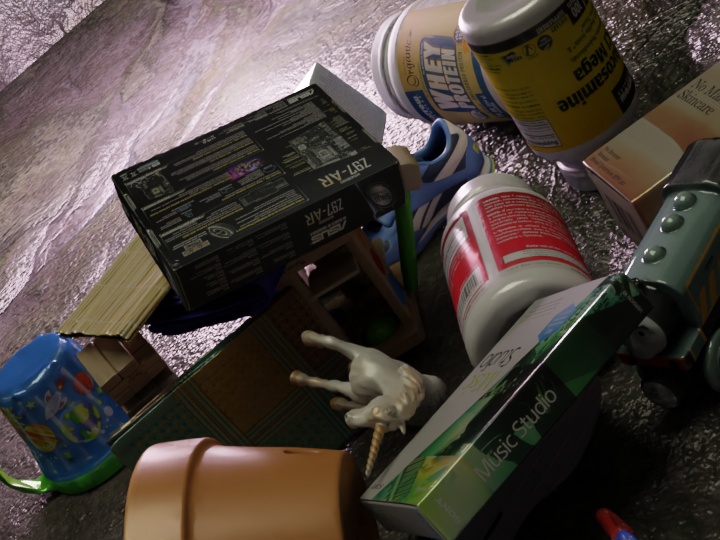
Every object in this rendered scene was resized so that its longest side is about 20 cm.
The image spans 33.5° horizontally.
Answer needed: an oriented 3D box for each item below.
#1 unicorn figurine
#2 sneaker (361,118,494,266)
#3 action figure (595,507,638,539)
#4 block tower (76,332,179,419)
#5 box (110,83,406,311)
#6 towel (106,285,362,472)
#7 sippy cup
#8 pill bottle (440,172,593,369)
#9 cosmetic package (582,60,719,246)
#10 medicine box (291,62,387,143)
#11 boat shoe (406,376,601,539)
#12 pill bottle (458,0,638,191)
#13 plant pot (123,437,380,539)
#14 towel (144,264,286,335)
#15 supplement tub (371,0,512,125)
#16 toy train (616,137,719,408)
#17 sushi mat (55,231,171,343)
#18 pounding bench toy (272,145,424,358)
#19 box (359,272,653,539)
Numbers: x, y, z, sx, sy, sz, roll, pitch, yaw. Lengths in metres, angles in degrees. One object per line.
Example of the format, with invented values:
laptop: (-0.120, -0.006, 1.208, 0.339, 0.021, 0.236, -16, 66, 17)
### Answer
unicorn figurine: (0.014, 0.093, 0.919, 0.136, 0.199, 0.075, 13, 95, 35)
sneaker: (0.044, -0.070, 1.212, 0.200, 0.082, 0.074, -46, 31, -12)
action figure: (0.180, 0.212, 0.686, 0.065, 0.099, 0.200, -40, 7, 0)
block tower: (-0.163, 0.127, 1.044, 0.054, 0.200, 0.058, -41, 45, -9)
box: (-0.085, -0.067, 0.977, 0.199, 0.044, 0.160, -27, 41, -15)
towel: (-0.093, 0.129, 1.010, 0.200, 0.147, 0.022, -41, 19, -9)
sippy cup: (-0.307, 0.140, 1.246, 0.139, 0.131, 0.179, -11, 38, 39)
pill bottle: (0.126, 0.002, 0.984, 0.112, 0.113, 0.201, -30, 30, 12)
cosmetic package: (0.295, -0.100, 0.970, 0.199, 0.087, 0.103, -36, 28, 1)
medicine box: (-0.070, -0.087, 1.282, 0.182, 0.102, 0.201, -46, 21, 34)
boat shoe: (0.095, 0.141, 0.859, 0.200, 0.072, 0.071, -49, 32, -19)
pill bottle: (0.182, -0.174, 1.085, 0.112, 0.200, 0.113, -27, 30, 18)
plant pot: (-0.063, 0.207, 0.835, 0.139, 0.201, 0.201, -13, 34, 9)
towel: (-0.106, -0.029, 1.036, 0.146, 0.050, 0.201, -11, 38, 28)
supplement tub: (0.121, -0.231, 1.294, 0.199, 0.145, 0.145, 3, 47, 50)
toy train: (0.243, -0.001, 0.857, 0.085, 0.114, 0.200, 2, 47, 50)
sushi mat: (-0.172, -0.015, 1.014, 0.095, 0.012, 0.201, -2, 43, 40)
pounding bench toy: (0.000, 0.000, 1.080, 0.199, 0.156, 0.125, -31, 29, 13)
box: (0.091, 0.090, 0.785, 0.200, 0.036, 0.144, -47, 4, -16)
